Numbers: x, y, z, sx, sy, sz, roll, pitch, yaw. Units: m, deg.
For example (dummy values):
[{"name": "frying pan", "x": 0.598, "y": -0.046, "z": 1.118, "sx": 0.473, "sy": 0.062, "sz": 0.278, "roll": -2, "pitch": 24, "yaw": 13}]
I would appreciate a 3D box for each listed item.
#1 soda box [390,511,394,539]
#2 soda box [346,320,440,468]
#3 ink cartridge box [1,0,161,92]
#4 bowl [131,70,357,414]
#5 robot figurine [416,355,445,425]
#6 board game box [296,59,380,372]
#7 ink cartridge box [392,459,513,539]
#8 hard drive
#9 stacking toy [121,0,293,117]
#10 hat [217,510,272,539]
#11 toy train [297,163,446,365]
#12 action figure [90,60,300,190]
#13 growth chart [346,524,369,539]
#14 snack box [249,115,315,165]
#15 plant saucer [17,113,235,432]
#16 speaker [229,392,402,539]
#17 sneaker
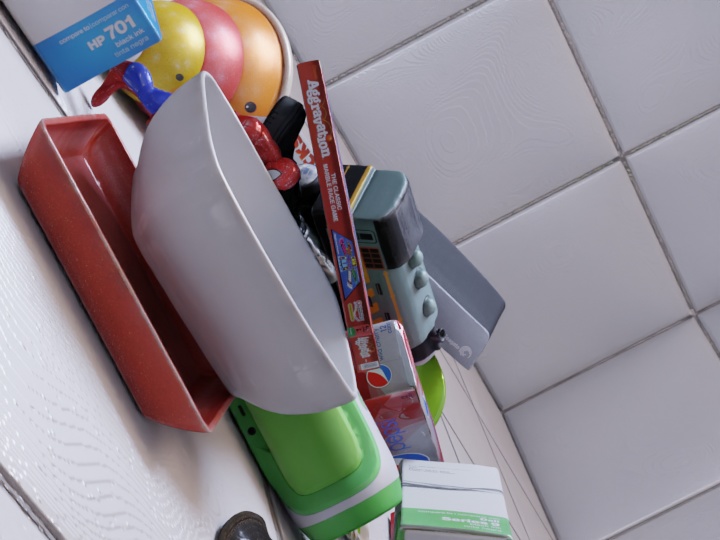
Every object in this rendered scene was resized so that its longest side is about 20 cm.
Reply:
[{"name": "soda box", "x": 0.069, "y": 0.266, "z": 1.636, "sx": 0.070, "sy": 0.063, "sz": 0.200, "roll": 62, "pitch": 5, "yaw": -8}, {"name": "soda box", "x": 0.019, "y": 0.115, "z": 1.424, "sx": 0.200, "sy": 0.070, "sz": 0.063, "roll": 71, "pitch": 5, "yaw": -60}, {"name": "ink cartridge box", "x": -0.227, "y": -0.247, "z": 1.243, "sx": 0.200, "sy": 0.086, "sz": 0.146, "roll": 61, "pitch": 5, "yaw": -36}, {"name": "bowl", "x": -0.081, "y": -0.009, "z": 1.129, "sx": 0.200, "sy": 0.075, "sz": 0.200, "roll": 60, "pitch": 5, "yaw": -24}, {"name": "robot figurine", "x": 0.013, "y": 0.100, "z": 1.639, "sx": 0.200, "sy": 0.116, "sz": 0.176, "roll": 54, "pitch": 33, "yaw": -67}, {"name": "board game box", "x": -0.015, "y": -0.036, "z": 1.257, "sx": 0.103, "sy": 0.019, "sz": 0.200, "roll": 82, "pitch": -3, "yaw": -74}, {"name": "ink cartridge box", "x": 0.062, "y": 0.232, "z": 1.321, "sx": 0.200, "sy": 0.084, "sz": 0.146, "roll": -78, "pitch": 172, "yaw": -82}, {"name": "hard drive", "x": 0.047, "y": -0.008, "z": 1.611, "sx": 0.200, "sy": 0.042, "sz": 0.135, "roll": 44, "pitch": 21, "yaw": -1}, {"name": "stacking toy", "x": -0.163, "y": -0.176, "z": 1.485, "sx": 0.200, "sy": 0.146, "sz": 0.146, "roll": 11, "pitch": 49, "yaw": -59}, {"name": "hat", "x": -0.004, "y": 0.219, "z": 1.066, "sx": 0.201, "sy": 0.081, "sz": 0.201, "roll": 61, "pitch": 6, "yaw": -11}, {"name": "toy train", "x": 0.000, "y": 0.000, "z": 1.415, "sx": 0.085, "sy": 0.114, "sz": 0.200, "roll": -61, "pitch": 145, "yaw": -41}, {"name": "action figure", "x": -0.121, "y": -0.102, "z": 1.271, "sx": 0.200, "sy": 0.052, "sz": 0.065, "roll": 25, "pitch": -20, "yaw": 29}, {"name": "growth chart", "x": -0.027, "y": 0.145, "z": 1.469, "sx": 0.145, "sy": 0.018, "sz": 0.200, "roll": -98, "pitch": 169, "yaw": -69}, {"name": "snack box", "x": -0.030, "y": -0.045, "z": 1.490, "sx": 0.072, "sy": 0.024, "sz": 0.200, "roll": 10, "pitch": -40, "yaw": 55}, {"name": "plant saucer", "x": -0.140, "y": 0.002, "z": 1.093, "sx": 0.200, "sy": 0.037, "sz": 0.200, "roll": 61, "pitch": 5, "yaw": -4}, {"name": "speaker", "x": -0.047, "y": 0.090, "z": 1.274, "sx": 0.200, "sy": 0.088, "sz": 0.088, "roll": 63, "pitch": 5, "yaw": 0}, {"name": "sneaker", "x": -0.057, "y": -0.023, "z": 1.331, "sx": 0.104, "sy": 0.200, "sz": 0.060, "roll": 26, "pitch": 18, "yaw": -5}]
